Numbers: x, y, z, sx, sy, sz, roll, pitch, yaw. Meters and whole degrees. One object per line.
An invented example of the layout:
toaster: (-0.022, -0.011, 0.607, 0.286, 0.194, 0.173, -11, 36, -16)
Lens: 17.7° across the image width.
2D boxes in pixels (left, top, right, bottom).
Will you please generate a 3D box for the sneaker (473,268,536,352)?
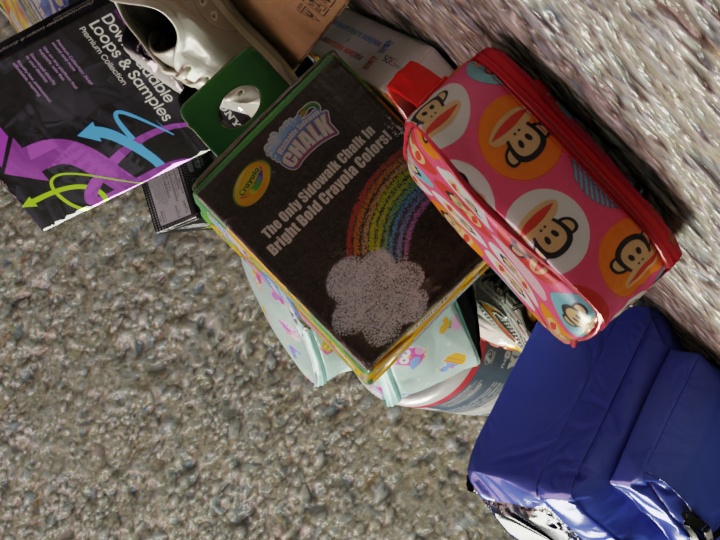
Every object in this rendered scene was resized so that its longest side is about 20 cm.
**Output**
sneaker: (0.129, 0.022, 1.710, 0.200, 0.078, 0.082, 44, 155, 32)

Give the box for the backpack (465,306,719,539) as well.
backpack: (0.190, 0.142, 1.514, 0.167, 0.163, 0.200, 12, 151, 45)

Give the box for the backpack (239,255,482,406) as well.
backpack: (0.000, 0.000, 1.670, 0.200, 0.153, 0.176, 57, 179, -38)

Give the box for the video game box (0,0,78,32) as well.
video game box: (-0.215, -0.229, 1.740, 0.200, 0.047, 0.183, 55, 141, 39)

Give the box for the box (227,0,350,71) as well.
box: (-0.086, -0.195, 1.414, 0.163, 0.021, 0.200, 36, 164, -5)

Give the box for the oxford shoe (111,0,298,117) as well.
oxford shoe: (-0.097, -0.137, 1.460, 0.075, 0.058, 0.200, 15, 157, 41)

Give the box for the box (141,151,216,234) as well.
box: (-0.132, -0.133, 1.856, 0.160, 0.044, 0.201, -6, -102, -60)

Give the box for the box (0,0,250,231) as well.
box: (-0.191, -0.122, 1.672, 0.143, 0.199, 0.036, 51, -155, -30)

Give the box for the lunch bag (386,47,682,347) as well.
lunch bag: (0.083, -0.045, 1.245, 0.176, 0.082, 0.200, 46, 177, 2)

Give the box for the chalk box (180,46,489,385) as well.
chalk box: (-0.021, -0.045, 1.420, 0.200, 0.125, 0.124, 46, 176, 5)

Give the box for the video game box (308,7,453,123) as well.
video game box: (0.062, -0.073, 1.476, 0.200, 0.047, 0.182, 47, 174, -23)

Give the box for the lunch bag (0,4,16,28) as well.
lunch bag: (-0.218, -0.251, 2.024, 0.200, 0.139, 0.168, 47, -157, -3)

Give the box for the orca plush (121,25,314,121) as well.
orca plush: (-0.065, -0.139, 1.556, 0.200, 0.105, 0.071, 36, 137, 17)

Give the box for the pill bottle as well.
pill bottle: (0.085, 0.056, 1.869, 0.120, 0.120, 0.200, 43, -165, 27)
